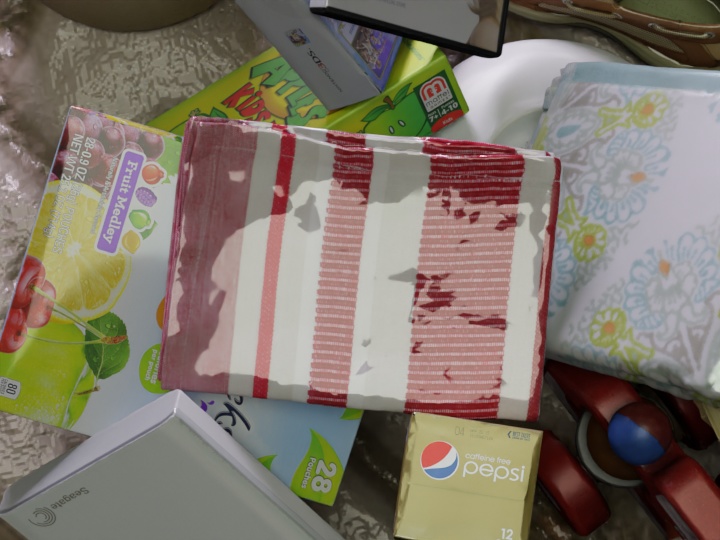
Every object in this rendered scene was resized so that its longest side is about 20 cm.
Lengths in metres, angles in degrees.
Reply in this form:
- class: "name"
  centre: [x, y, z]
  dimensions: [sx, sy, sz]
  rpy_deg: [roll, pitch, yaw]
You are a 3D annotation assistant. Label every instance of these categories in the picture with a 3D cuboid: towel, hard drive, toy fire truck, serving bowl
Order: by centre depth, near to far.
- class: "towel"
  centre: [0.000, 0.000, 0.822]
  dimensions: [0.200, 0.023, 0.144]
  rpy_deg: [6, 91, 1]
- class: "towel"
  centre: [0.152, -0.025, 0.845]
  dimensions: [0.048, 0.200, 0.171]
  rpy_deg: [30, 80, -39]
- class: "hard drive"
  centre: [-0.081, 0.160, 0.874]
  dimensions: [0.132, 0.027, 0.200]
  rpy_deg: [-30, 119, 26]
- class: "toy fire truck"
  centre: [0.174, 0.123, 0.880]
  dimensions: [0.112, 0.168, 0.200]
  rpy_deg: [-35, 82, -4]
- class: "serving bowl"
  centre: [0.113, -0.051, 0.962]
  dimensions: [0.200, 0.066, 0.200]
  rpy_deg: [0, 80, 3]

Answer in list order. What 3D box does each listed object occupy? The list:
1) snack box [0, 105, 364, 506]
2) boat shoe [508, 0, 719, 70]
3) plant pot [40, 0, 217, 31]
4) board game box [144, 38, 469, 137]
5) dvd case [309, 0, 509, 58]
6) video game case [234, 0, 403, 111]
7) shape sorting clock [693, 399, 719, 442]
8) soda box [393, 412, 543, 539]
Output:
- class: "snack box"
  centre: [-0.086, 0.018, 0.872]
  dimensions: [0.200, 0.068, 0.169]
  rpy_deg: [16, 93, -9]
- class: "boat shoe"
  centre: [0.150, -0.186, 0.975]
  dimensions: [0.200, 0.074, 0.076]
  rpy_deg: [23, 75, 4]
- class: "plant pot"
  centre: [-0.155, -0.263, 0.935]
  dimensions: [0.187, 0.200, 0.188]
  rpy_deg: [-1, 80, 4]
- class: "board game box"
  centre: [-0.047, -0.084, 0.956]
  dimensions: [0.200, 0.048, 0.102]
  rpy_deg: [-32, 41, -3]
- class: "dvd case"
  centre: [0.042, -0.229, 0.888]
  dimensions: [0.018, 0.143, 0.200]
  rpy_deg: [10, 92, 47]
- class: "video game case"
  centre: [-0.029, -0.224, 0.911]
  dimensions: [0.045, 0.181, 0.200]
  rpy_deg: [-15, 41, 38]
- class: "shape sorting clock"
  centre: [0.232, 0.078, 0.885]
  dimensions: [0.039, 0.200, 0.200]
  rpy_deg: [-34, 80, 26]
- class: "soda box"
  centre: [0.055, 0.121, 0.868]
  dimensions: [0.068, 0.200, 0.064]
  rpy_deg: [8, 81, 3]
